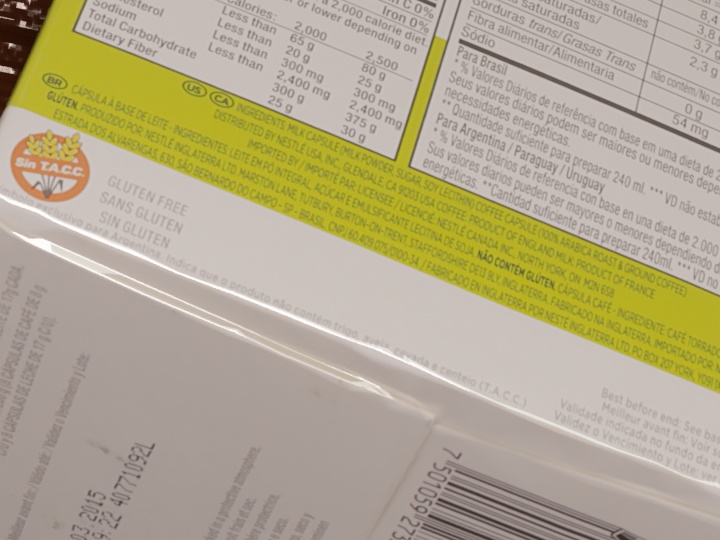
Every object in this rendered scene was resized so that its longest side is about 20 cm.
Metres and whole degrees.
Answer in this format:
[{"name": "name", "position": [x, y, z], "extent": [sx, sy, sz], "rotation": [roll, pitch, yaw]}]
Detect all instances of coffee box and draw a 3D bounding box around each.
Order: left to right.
[{"name": "coffee box", "position": [0.000, 0.000, 0.758], "extent": [0.200, 0.200, 0.198], "rotation": [21, 52, -6]}]
